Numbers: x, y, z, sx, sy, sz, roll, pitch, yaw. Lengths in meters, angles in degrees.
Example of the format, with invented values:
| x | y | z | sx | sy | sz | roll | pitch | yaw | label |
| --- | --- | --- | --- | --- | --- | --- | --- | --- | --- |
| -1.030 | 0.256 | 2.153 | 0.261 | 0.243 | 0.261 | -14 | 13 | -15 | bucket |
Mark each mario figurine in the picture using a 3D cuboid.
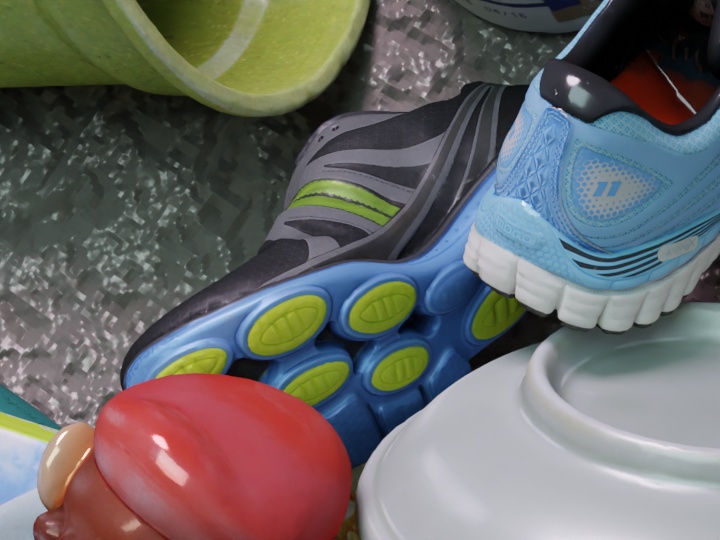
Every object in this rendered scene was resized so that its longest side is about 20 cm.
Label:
| x | y | z | sx | sy | sz | roll | pitch | yaw | label |
| --- | --- | --- | --- | --- | --- | --- | --- | --- | --- |
| -0.077 | 0.115 | 0.741 | 0.200 | 0.124 | 0.106 | -46 | 21 | -10 | mario figurine |

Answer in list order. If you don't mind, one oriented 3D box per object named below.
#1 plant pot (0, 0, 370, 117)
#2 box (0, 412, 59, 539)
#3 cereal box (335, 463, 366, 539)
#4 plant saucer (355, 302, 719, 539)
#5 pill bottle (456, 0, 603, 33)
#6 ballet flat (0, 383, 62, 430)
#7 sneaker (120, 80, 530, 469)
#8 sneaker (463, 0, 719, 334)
| x | y | z | sx | sy | sz | roll | pitch | yaw | label |
| --- | --- | --- | --- | --- | --- | --- | --- | --- | --- |
| -0.120 | -0.138 | 0.912 | 0.183 | 0.200 | 0.201 | -8 | 68 | 30 | plant pot |
| -0.119 | 0.106 | 0.841 | 0.199 | 0.048 | 0.123 | 15 | 86 | 20 | box |
| 0.023 | 0.113 | 0.838 | 0.199 | 0.040 | 0.144 | 21 | 82 | 25 | cereal box |
| 0.098 | 0.051 | 0.752 | 0.199 | 0.200 | 0.050 | 12 | 114 | 23 | plant saucer |
| 0.039 | -0.161 | 0.840 | 0.110 | 0.200 | 0.112 | -7 | 70 | 18 | pill bottle |
| -0.173 | 0.035 | 0.927 | 0.200 | 0.069 | 0.063 | 40 | 102 | 28 | ballet flat |
| 0.000 | 0.000 | 0.843 | 0.082 | 0.071 | 0.199 | 21 | 44 | 39 | sneaker |
| 0.113 | -0.058 | 0.801 | 0.078 | 0.090 | 0.200 | 28 | 41 | 26 | sneaker |
